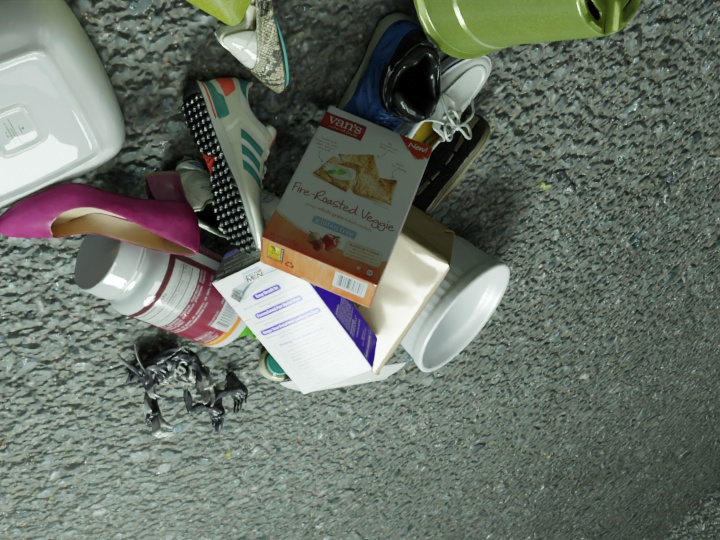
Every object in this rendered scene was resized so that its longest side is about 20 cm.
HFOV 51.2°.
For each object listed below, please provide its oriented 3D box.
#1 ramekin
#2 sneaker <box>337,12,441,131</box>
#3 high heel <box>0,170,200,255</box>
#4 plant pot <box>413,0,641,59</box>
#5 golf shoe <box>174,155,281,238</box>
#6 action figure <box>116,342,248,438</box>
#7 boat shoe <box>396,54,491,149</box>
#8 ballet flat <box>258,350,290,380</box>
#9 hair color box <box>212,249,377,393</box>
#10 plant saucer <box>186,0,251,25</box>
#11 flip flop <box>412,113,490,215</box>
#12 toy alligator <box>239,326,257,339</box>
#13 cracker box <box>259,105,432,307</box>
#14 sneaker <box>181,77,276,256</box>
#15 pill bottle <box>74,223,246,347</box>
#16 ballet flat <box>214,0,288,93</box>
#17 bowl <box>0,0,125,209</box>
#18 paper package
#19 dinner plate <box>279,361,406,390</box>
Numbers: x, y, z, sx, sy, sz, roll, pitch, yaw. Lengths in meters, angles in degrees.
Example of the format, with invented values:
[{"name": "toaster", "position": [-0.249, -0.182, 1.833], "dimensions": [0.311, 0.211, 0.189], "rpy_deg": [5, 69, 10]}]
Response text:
[{"name": "ramekin", "position": [0.124, 0.044, 1.128], "dimensions": [0.200, 0.098, 0.201], "rpy_deg": [-38, 154, -23]}, {"name": "sneaker", "position": [0.032, -0.190, 0.892], "dimensions": [0.076, 0.112, 0.201], "rpy_deg": [8, 124, -30]}, {"name": "high heel", "position": [-0.271, -0.042, 0.786], "dimensions": [0.197, 0.097, 0.068], "rpy_deg": [-16, 161, -14]}, {"name": "plant pot", "position": [0.186, -0.312, 0.776], "dimensions": [0.198, 0.189, 0.203], "rpy_deg": [-17, 119, -34]}, {"name": "golf shoe", "position": [-0.148, -0.059, 0.917], "dimensions": [0.199, 0.098, 0.079], "rpy_deg": [19, 115, -42]}, {"name": "action figure", "position": [-0.249, 0.170, 1.057], "dimensions": [0.118, 0.103, 0.199], "rpy_deg": [-36, 140, 20]}, {"name": "boat shoe", "position": [0.101, -0.190, 0.954], "dimensions": [0.202, 0.086, 0.074], "rpy_deg": [-43, 136, 10]}, {"name": "ballet flat", "position": [-0.066, 0.134, 1.168], "dimensions": [0.197, 0.070, 0.070], "rpy_deg": [-6, 131, -24]}, {"name": "hair color box", "position": [-0.075, 0.050, 0.919], "dimensions": [0.108, 0.065, 0.201], "rpy_deg": [-22, 121, 23]}, {"name": "plant saucer", "position": [-0.152, -0.344, 0.651], "dimensions": [0.198, 0.048, 0.201], "rpy_deg": [24, 114, -21]}, {"name": "flip flop", "position": [0.104, -0.128, 1.029], "dimensions": [0.200, 0.081, 0.057], "rpy_deg": [-48, 150, 7]}, {"name": "toy alligator", "position": [-0.137, 0.072, 1.068], "dimensions": [0.198, 0.054, 0.060], "rpy_deg": [-23, 136, -11]}, {"name": "cracker box", "position": [-0.013, -0.076, 0.840], "dimensions": [0.132, 0.202, 0.058], "rpy_deg": [22, 149, 2]}, {"name": "sneaker", "position": [-0.124, -0.121, 0.837], "dimensions": [0.093, 0.070, 0.202], "rpy_deg": [-22, 94, -34]}, {"name": "pill bottle", "position": [-0.234, 0.013, 0.915], "dimensions": [0.114, 0.115, 0.199], "rpy_deg": [-46, 135, 14]}, {"name": "ballet flat", "position": [-0.118, -0.273, 0.763], "dimensions": [0.075, 0.068, 0.202], "rpy_deg": [-24, 133, -29]}, {"name": "bowl", "position": [-0.342, -0.154, 0.734], "dimensions": [0.198, 0.075, 0.201], "rpy_deg": [-26, 135, -9]}, {"name": "paper package", "position": [0.000, 0.000, 0.989], "dimensions": [0.189, 0.104, 0.201], "rpy_deg": [31, 118, -4]}, {"name": "dinner plate", "position": [-0.025, 0.166, 1.152], "dimensions": [0.197, 0.025, 0.200], "rpy_deg": [-10, 171, -2]}]
